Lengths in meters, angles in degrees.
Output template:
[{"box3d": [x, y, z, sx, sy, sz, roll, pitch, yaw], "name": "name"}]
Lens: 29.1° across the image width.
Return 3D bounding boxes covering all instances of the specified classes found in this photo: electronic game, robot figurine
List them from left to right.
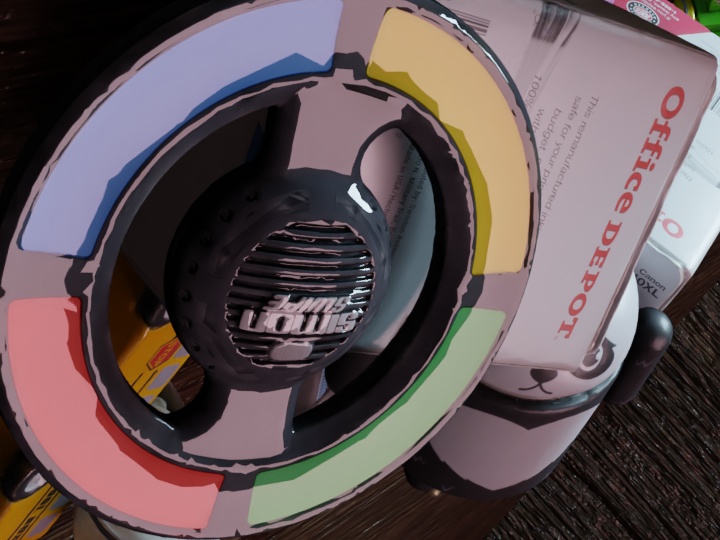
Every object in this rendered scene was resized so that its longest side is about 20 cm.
[{"box3d": [-0.025, 0.002, 0.452, 0.198, 0.042, 0.202, -16, 124, -24], "name": "electronic game"}, {"box3d": [0.073, 0.047, 0.748, 0.150, 0.125, 0.201, -34, 158, -33], "name": "robot figurine"}]

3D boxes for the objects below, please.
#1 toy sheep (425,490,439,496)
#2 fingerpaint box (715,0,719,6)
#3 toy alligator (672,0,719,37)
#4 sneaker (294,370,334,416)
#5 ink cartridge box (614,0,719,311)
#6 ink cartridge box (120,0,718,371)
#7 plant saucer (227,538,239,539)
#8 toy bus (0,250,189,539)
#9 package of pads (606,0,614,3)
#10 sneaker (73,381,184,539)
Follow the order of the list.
[{"box3d": [0.084, 0.130, 1.263, 0.138, 0.138, 0.200, -39, 180, -17], "name": "toy sheep"}, {"box3d": [0.193, -0.194, 0.580, 0.073, 0.200, 0.168, -31, 159, -39], "name": "fingerpaint box"}, {"box3d": [0.265, -0.161, 1.055, 0.058, 0.055, 0.201, -7, 135, 5], "name": "toy alligator"}, {"box3d": [0.000, 0.000, 0.822, 0.082, 0.073, 0.201, 42, 77, -41], "name": "sneaker"}, {"box3d": [0.155, -0.072, 0.828, 0.200, 0.145, 0.084, -47, 172, -41], "name": "ink cartridge box"}, {"box3d": [0.024, -0.048, 0.539, 0.198, 0.086, 0.148, 7, 112, -39], "name": "ink cartridge box"}, {"box3d": [-0.110, 0.183, 1.086, 0.200, 0.037, 0.201, -41, 165, -13], "name": "plant saucer"}, {"box3d": [-0.127, 0.040, 0.623, 0.200, 0.065, 0.078, -50, 164, 18], "name": "toy bus"}, {"box3d": [0.032, -0.081, 0.692, 0.201, 0.076, 0.120, -53, 165, 29], "name": "package of pads"}, {"box3d": [-0.104, 0.100, 0.682, 0.072, 0.200, 0.071, 21, 102, -32], "name": "sneaker"}]
